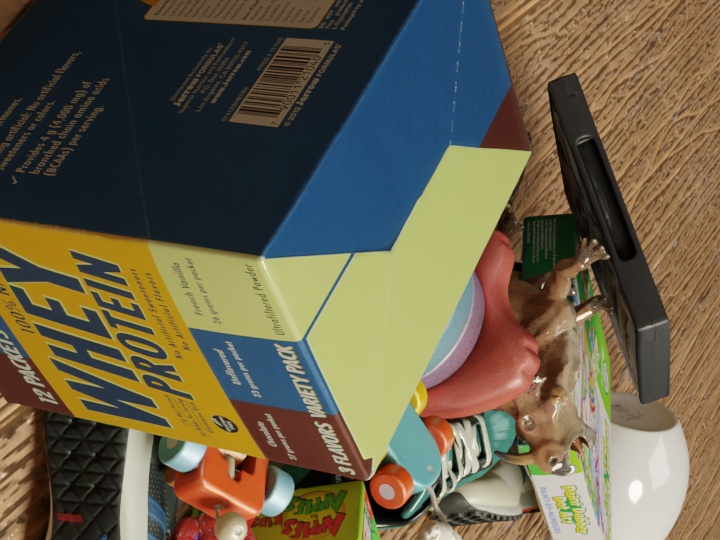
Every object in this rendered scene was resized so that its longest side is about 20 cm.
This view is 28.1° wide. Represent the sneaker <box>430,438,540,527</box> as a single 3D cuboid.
[{"bbox_3d":[0.105,0.148,1.129,0.199,0.070,0.094,6,74,-59],"label":"sneaker"}]

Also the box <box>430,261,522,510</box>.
[{"bbox_3d":[0.069,0.078,1.048,0.200,0.050,0.076,-53,139,-42],"label":"box"}]

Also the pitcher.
[{"bbox_3d":[0.208,0.220,1.279,0.171,0.121,0.202,-10,117,-44],"label":"pitcher"}]

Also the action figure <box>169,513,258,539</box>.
[{"bbox_3d":[-0.080,0.203,0.725,0.065,0.099,0.201,22,85,-28],"label":"action figure"}]

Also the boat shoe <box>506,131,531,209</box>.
[{"bbox_3d":[0.066,-0.053,0.987,0.200,0.074,0.074,-20,114,-56],"label":"boat shoe"}]

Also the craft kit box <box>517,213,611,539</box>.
[{"bbox_3d":[0.156,0.096,1.082,0.198,0.048,0.201,70,21,-51],"label":"craft kit box"}]

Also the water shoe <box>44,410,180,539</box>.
[{"bbox_3d":[-0.116,0.136,0.712,0.079,0.071,0.202,3,95,-64],"label":"water shoe"}]

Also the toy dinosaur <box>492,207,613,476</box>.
[{"bbox_3d":[0.092,0.039,0.948,0.135,0.200,0.086,-43,122,-11],"label":"toy dinosaur"}]

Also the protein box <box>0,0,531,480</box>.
[{"bbox_3d":[-0.061,-0.042,0.635,0.199,0.199,0.135,-61,144,-33],"label":"protein box"}]

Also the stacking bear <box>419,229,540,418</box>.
[{"bbox_3d":[0.000,0.000,0.817,0.200,0.113,0.122,37,34,-46],"label":"stacking bear"}]

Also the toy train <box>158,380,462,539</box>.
[{"bbox_3d":[-0.029,0.095,0.740,0.199,0.055,0.151,31,45,-37],"label":"toy train"}]

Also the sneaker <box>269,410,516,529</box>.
[{"bbox_3d":[0.035,0.123,0.901,0.199,0.080,0.072,-17,99,-36],"label":"sneaker"}]

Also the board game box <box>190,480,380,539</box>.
[{"bbox_3d":[-0.026,0.217,0.850,0.048,0.101,0.201,-87,164,-53],"label":"board game box"}]

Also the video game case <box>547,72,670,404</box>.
[{"bbox_3d":[0.175,-0.015,1.005,0.200,0.025,0.182,57,15,-68],"label":"video game case"}]
